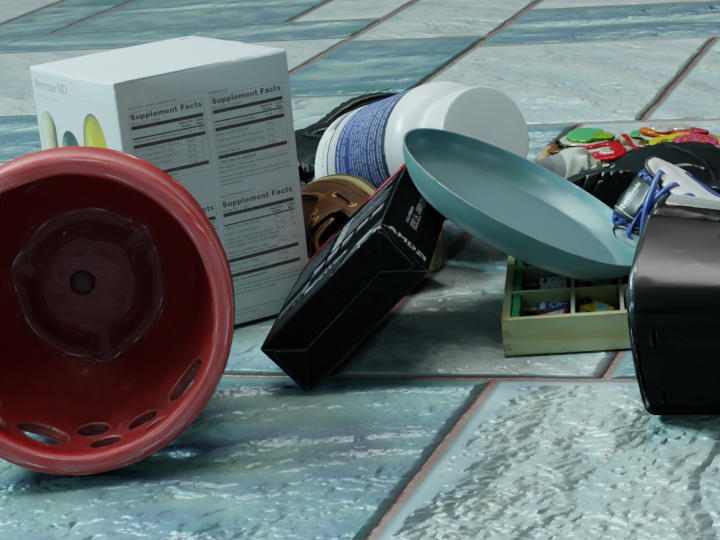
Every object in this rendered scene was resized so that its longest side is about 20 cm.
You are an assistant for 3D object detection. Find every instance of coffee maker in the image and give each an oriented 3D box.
[{"bbox_3d":[0.263,0.027,1.300,0.199,0.135,0.192,-1,17,20],"label":"coffee maker"}]

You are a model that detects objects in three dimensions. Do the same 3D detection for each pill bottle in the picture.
[{"bbox_3d":[0.052,-0.094,1.774,0.111,0.112,0.200,-14,1,-28],"label":"pill bottle"}]

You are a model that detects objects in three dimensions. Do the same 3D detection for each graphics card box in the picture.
[{"bbox_3d":[0.000,0.000,1.533,0.125,0.051,0.200,-45,5,15],"label":"graphics card box"}]

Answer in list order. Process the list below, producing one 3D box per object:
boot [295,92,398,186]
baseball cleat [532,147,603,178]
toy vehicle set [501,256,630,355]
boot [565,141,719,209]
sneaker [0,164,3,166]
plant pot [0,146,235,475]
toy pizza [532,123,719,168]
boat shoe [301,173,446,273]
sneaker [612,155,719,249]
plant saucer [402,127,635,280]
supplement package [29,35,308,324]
[{"bbox_3d":[0.000,-0.104,1.966,0.197,0.074,0.162,-20,17,-24],"label":"boot"},{"bbox_3d":[0.137,-0.051,1.796,0.106,0.070,0.200,-14,6,26],"label":"baseball cleat"},{"bbox_3d":[0.168,0.016,1.579,0.123,0.027,0.200,-4,15,6],"label":"toy vehicle set"},{"bbox_3d":[0.238,-0.064,1.761,0.197,0.074,0.163,-1,17,-8],"label":"boot"},{"bbox_3d":[-0.380,-0.047,1.966,0.199,0.076,0.088,-12,0,-32],"label":"sneaker"},{"bbox_3d":[-0.179,0.018,1.398,0.199,0.202,0.183,-6,6,-2],"label":"plant pot"},{"bbox_3d":[0.255,-0.110,1.998,0.199,0.032,0.200,-6,15,2],"label":"toy pizza"},{"bbox_3d":[-0.014,-0.033,1.738,0.067,0.072,0.200,-17,18,-32],"label":"boat shoe"},{"bbox_3d":[0.234,-0.021,1.515,0.115,0.081,0.199,25,10,-1],"label":"sneaker"},{"bbox_3d":[0.116,-0.044,1.570,0.199,0.028,0.200,23,19,-8],"label":"plant saucer"},{"bbox_3d":[-0.146,-0.066,1.663,0.150,0.201,0.152,-15,17,-30],"label":"supplement package"}]
